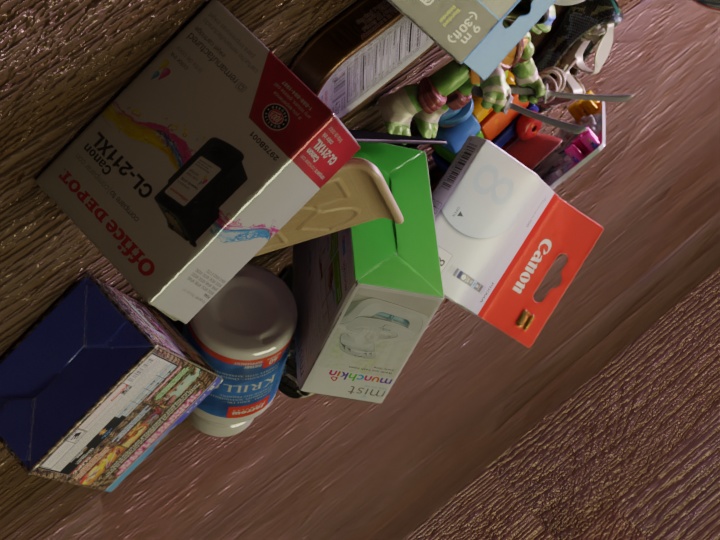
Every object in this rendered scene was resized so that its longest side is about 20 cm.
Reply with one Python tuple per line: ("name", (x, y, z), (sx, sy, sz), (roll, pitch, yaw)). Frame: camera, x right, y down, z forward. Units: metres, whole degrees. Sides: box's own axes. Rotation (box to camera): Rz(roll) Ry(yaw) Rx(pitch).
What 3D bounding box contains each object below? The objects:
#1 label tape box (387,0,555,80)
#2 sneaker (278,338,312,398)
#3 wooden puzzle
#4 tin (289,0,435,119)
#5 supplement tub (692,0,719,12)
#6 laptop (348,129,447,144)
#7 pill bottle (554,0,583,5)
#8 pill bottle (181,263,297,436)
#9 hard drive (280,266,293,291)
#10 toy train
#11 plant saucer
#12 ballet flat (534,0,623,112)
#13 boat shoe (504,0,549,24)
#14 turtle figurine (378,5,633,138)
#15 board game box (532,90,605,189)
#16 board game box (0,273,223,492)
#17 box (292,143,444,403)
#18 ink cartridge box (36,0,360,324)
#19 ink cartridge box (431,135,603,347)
("label tape box", (0.099, -0.252, 1.324), (0.200, 0.063, 0.144), (36, 101, -34))
("sneaker", (-0.018, 0.068, 1.827), (0.200, 0.078, 0.090), (-47, 166, 5))
("wooden puzzle", (-0.072, -0.057, 1.369), (0.200, 0.046, 0.185), (-12, 167, 6))
("tin", (0.013, -0.205, 1.458), (0.200, 0.042, 0.112), (-40, 166, -16))
("supplement tub", (0.404, -0.373, 1.787), (0.140, 0.140, 0.200), (-48, 162, 10))
("laptop", (-0.054, -0.074, 1.430), (0.177, 0.103, 0.200), (-2, 136, -45))
("pill bottle", (0.193, -0.325, 1.479), (0.104, 0.104, 0.200), (-42, 163, -11))
("pill bottle", (-0.133, 0.090, 1.662), (0.112, 0.112, 0.200), (-35, 159, -29))
("hard drive", (-0.089, 0.070, 1.849), (0.200, 0.033, 0.139), (-53, 161, 25))
("toy train", (0.153, -0.198, 1.738), (0.200, 0.085, 0.116), (-44, 148, -10))
("plant saucer", (0.119, -0.092, 1.841), (0.200, 0.037, 0.200), (-43, -170, -8))
("ballet flat", (0.239, -0.235, 1.846), (0.074, 0.074, 0.200), (-29, 156, -42))
("boat shoe", (0.098, -0.254, 1.400), (0.201, 0.066, 0.072), (2, 158, -43))
("turtle figurine", (0.132, -0.167, 1.580), (0.194, 0.200, 0.144), (-27, -153, 31))
("board game box", (0.194, -0.115, 1.837), (0.200, 0.026, 0.200), (-39, -170, 19))
("board game box", (-0.240, 0.109, 1.485), (0.159, 0.097, 0.200), (-45, 163, -1))
("box", (0.000, 0.000, 1.612), (0.096, 0.200, 0.177), (10, 136, -16))
("ink cartridge box", (-0.125, -0.081, 1.238), (0.200, 0.146, 0.083), (-46, 161, 1))
("ink cartridge box", (0.155, -0.025, 1.707), (0.160, 0.200, 0.047), (-58, -158, 0))
